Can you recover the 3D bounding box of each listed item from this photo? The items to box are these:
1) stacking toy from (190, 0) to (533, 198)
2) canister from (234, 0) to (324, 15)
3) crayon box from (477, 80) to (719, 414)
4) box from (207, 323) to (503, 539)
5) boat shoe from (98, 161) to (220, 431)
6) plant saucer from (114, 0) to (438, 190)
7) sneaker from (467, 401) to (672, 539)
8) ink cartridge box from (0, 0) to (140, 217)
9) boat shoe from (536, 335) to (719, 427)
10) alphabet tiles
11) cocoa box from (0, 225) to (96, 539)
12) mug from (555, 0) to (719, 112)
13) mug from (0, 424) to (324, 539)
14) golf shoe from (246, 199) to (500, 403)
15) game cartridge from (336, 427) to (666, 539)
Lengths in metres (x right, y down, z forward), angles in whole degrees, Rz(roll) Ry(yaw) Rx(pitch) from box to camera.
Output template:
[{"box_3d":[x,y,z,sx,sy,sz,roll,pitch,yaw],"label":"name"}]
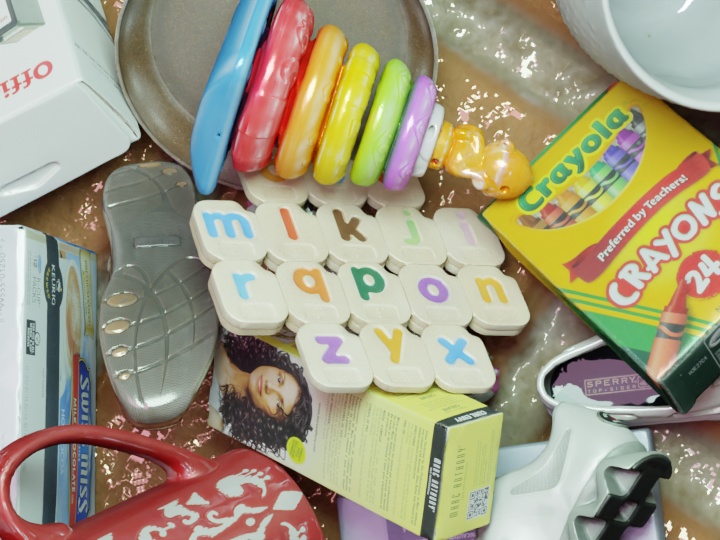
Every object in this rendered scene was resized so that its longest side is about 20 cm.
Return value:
[{"box_3d":[0.008,-0.087,1.472,0.199,0.117,0.110,18,43,-1],"label":"stacking toy"},{"box_3d":[0.006,-0.244,1.564,0.199,0.086,0.150,-21,77,14],"label":"canister"},{"box_3d":[0.162,-0.027,1.471,0.127,0.051,0.200,-44,54,-2],"label":"crayon box"},{"box_3d":[-0.007,0.088,1.479,0.199,0.050,0.076,22,114,41],"label":"box"},{"box_3d":[-0.124,0.023,1.541,0.075,0.072,0.201,1,47,-4],"label":"boat shoe"},{"box_3d":[-0.051,-0.138,1.540,0.198,0.032,0.201,2,127,2],"label":"plant saucer"},{"box_3d":[0.095,0.168,1.466,0.088,0.074,0.201,37,96,35],"label":"sneaker"},{"box_3d":[-0.240,-0.145,1.592,0.145,0.084,0.201,-27,57,11],"label":"ink cartridge box"},{"box_3d":[0.200,0.053,1.480,0.198,0.066,0.073,-7,81,15],"label":"boat shoe"},{"box_3d":[0.000,0.000,1.485,0.015,0.199,0.196,115,146,-41],"label":"alphabet tiles"},{"box_3d":[-0.247,0.080,1.570,0.132,0.131,0.202,-2,82,15],"label":"cocoa box"},{"box_3d":[0.161,-0.185,1.440,0.199,0.175,0.149,22,96,-15],"label":"mug"},{"box_3d":[-0.126,0.176,1.467,0.133,0.199,0.179,28,132,41],"label":"mug"},{"box_3d":[-0.009,0.031,1.541,0.200,0.075,0.092,43,100,18],"label":"golf shoe"},{"box_3d":[0.087,0.174,1.514,0.198,0.041,0.134,-8,77,15],"label":"game cartridge"}]
